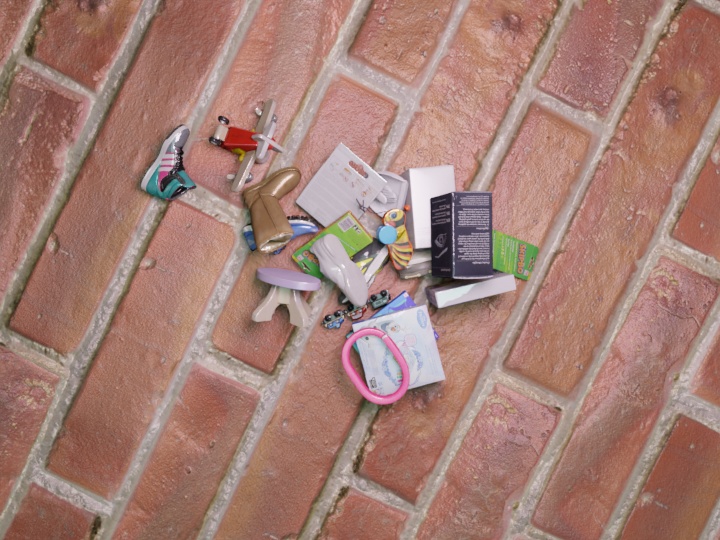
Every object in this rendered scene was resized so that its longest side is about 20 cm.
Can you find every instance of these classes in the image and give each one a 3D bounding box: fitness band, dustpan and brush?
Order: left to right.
[{"bbox_3d":[0.026,-0.219,1.643,0.057,0.140,0.200,-29,57,-33],"label":"dustpan and brush"},{"bbox_3d":[0.039,0.241,1.593,0.143,0.037,0.201,-34,91,3],"label":"fitness band"}]

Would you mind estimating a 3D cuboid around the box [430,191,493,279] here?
[{"bbox_3d":[0.238,-0.081,1.501,0.103,0.148,0.202,-2,92,-13],"label":"box"}]

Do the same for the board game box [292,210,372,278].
[{"bbox_3d":[-0.074,-0.060,1.625,0.199,0.030,0.096,-35,109,20],"label":"board game box"}]

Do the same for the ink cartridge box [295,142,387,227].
[{"bbox_3d":[-0.048,-0.204,1.628,0.162,0.050,0.200,40,108,-2],"label":"ink cartridge box"}]

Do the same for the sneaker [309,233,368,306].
[{"bbox_3d":[-0.056,0.008,1.599,0.088,0.075,0.201,-26,96,37],"label":"sneaker"}]

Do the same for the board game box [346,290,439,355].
[{"bbox_3d":[0.084,0.173,1.674,0.200,0.045,0.152,-38,93,1],"label":"board game box"}]

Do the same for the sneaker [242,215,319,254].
[{"bbox_3d":[-0.203,-0.092,1.651,0.198,0.079,0.090,-8,103,5],"label":"sneaker"}]

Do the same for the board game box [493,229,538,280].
[{"bbox_3d":[0.375,-0.046,1.662,0.199,0.030,0.096,18,91,-19],"label":"board game box"}]

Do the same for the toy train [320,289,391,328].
[{"bbox_3d":[-0.011,0.107,1.666,0.199,0.034,0.046,-24,88,5],"label":"toy train"}]

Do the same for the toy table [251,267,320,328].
[{"bbox_3d":[-0.191,0.067,1.605,0.183,0.199,0.118,2,101,-35],"label":"toy table"}]

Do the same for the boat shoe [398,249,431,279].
[{"bbox_3d":[0.195,-0.020,1.662,0.200,0.072,0.061,-8,113,-9],"label":"boat shoe"}]

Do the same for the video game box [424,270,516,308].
[{"bbox_3d":[0.273,0.045,1.608,0.198,0.182,0.047,-13,96,-1],"label":"video game box"}]

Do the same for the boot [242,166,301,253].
[{"bbox_3d":[-0.202,-0.153,1.591,0.174,0.066,0.201,-29,51,3],"label":"boot"}]

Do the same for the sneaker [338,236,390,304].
[{"bbox_3d":[0.000,0.000,1.662,0.084,0.074,0.200,39,89,15],"label":"sneaker"}]

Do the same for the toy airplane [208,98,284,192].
[{"bbox_3d":[-0.269,-0.317,1.603,0.199,0.141,0.200,-31,60,13],"label":"toy airplane"}]

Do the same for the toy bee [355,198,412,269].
[{"bbox_3d":[0.088,-0.109,1.573,0.108,0.131,0.201,-30,120,0],"label":"toy bee"}]

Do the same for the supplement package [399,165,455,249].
[{"bbox_3d":[0.176,-0.159,1.624,0.119,0.121,0.202,-5,92,-8],"label":"supplement package"}]

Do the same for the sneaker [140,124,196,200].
[{"bbox_3d":[-0.466,-0.262,1.624,0.120,0.084,0.201,34,98,3],"label":"sneaker"}]

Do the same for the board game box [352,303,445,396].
[{"bbox_3d":[0.098,0.207,1.630,0.197,0.043,0.202,-15,93,2],"label":"board game box"}]
